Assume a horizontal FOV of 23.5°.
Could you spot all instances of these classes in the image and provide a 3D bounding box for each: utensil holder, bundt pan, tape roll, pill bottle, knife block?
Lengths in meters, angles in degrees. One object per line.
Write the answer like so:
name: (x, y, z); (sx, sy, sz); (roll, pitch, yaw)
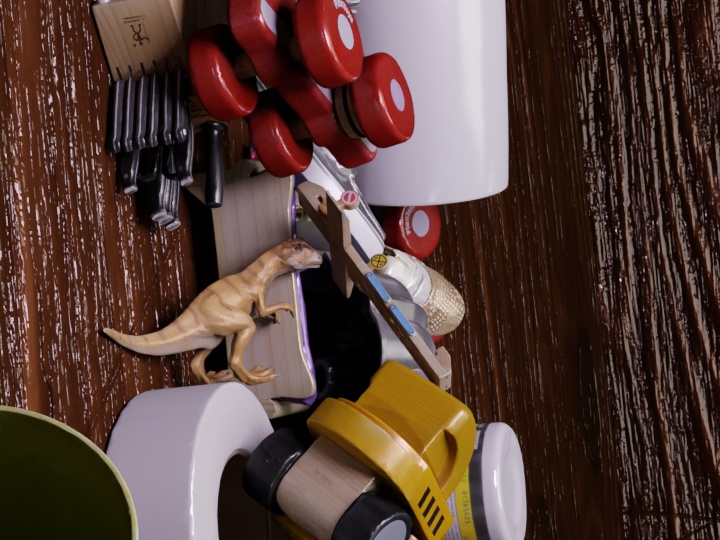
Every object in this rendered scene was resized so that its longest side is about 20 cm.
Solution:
utensil holder: (0.049, -0.170, 1.529); (0.170, 0.168, 0.203); (-44, 133, -70)
bundt pan: (-0.003, 0.089, 1.418); (0.075, 0.201, 0.205); (2, 78, -31)
tape roll: (-0.113, 0.183, 1.233); (0.202, 0.070, 0.205); (-6, 90, -74)
pill bottle: (0.038, 0.196, 1.513); (0.114, 0.197, 0.116); (-6, 90, -74)
knife block: (-0.134, -0.139, 1.299); (0.201, 0.063, 0.177); (-69, 149, -59)

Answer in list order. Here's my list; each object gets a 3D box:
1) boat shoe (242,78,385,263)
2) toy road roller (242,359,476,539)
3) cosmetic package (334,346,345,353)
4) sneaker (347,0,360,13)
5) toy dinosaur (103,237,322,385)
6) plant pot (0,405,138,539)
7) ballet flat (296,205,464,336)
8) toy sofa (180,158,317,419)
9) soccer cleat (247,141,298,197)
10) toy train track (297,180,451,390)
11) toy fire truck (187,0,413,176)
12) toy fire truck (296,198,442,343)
boat shoe: (-0.033, -0.099, 1.417); (0.201, 0.066, 0.070); (52, -12, -6)
toy road roller: (0.020, 0.161, 1.258); (0.146, 0.122, 0.201); (-48, 146, -16)
cosmetic package: (0.022, 0.114, 1.596); (0.051, 0.082, 0.201); (52, -18, 30)
sneaker: (-0.057, -0.218, 1.454); (0.202, 0.144, 0.078); (33, 50, -71)
toy dinosaur: (-0.113, 0.041, 1.280); (0.199, 0.060, 0.107); (-33, 119, -35)
plant pot: (-0.189, 0.201, 0.831); (0.188, 0.185, 0.202); (-78, 170, -48)
ballet flat: (0.000, 0.000, 1.486); (0.065, 0.198, 0.071); (119, -9, -70)
toy sofa: (-0.077, 0.015, 1.375); (0.083, 0.096, 0.203); (1, 81, -73)
soccer cleat: (-0.053, -0.117, 1.555); (0.087, 0.069, 0.201); (67, 23, -43)
toy train track: (0.017, 0.005, 1.295); (0.201, 0.032, 0.115); (54, -17, 28)
toy fire truck: (-0.040, -0.175, 1.272); (0.200, 0.111, 0.170); (44, 38, -51)
toy fire truck: (-0.011, 0.012, 1.626); (0.167, 0.111, 0.203); (-18, 103, -47)
